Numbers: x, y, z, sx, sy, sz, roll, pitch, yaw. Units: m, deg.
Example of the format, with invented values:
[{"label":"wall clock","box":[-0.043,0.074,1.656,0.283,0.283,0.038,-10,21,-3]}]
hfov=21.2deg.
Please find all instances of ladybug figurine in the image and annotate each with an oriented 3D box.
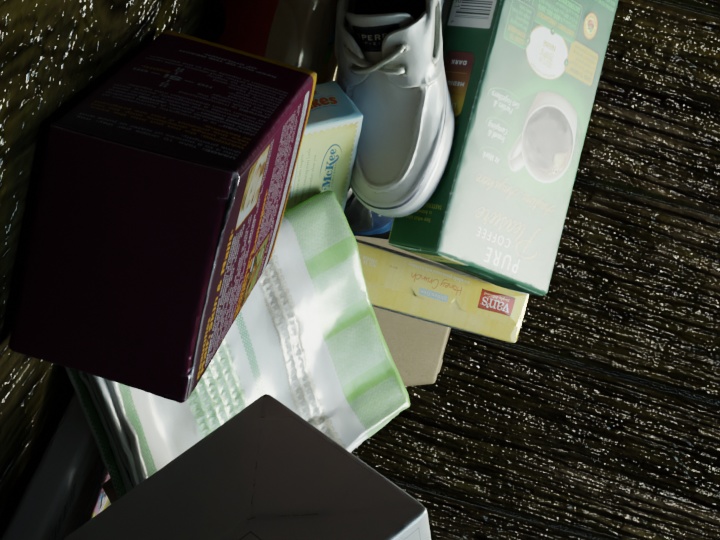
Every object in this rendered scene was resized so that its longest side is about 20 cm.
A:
[{"label":"ladybug figurine","box":[-0.052,-0.128,1.157,0.136,0.072,0.200,-62,167,-73]}]

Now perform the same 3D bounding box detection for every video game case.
[{"label":"video game case","box":[-0.162,0.146,1.051,0.200,0.022,0.182,-71,175,-49]}]

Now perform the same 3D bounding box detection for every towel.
[{"label":"towel","box":[-0.058,0.060,1.046,0.200,0.031,0.149,-33,114,-38]}]

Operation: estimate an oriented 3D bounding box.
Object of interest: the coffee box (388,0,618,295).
[{"label":"coffee box","box":[0.088,-0.094,1.166,0.123,0.044,0.200,17,85,-51]}]

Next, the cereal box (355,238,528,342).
[{"label":"cereal box","box":[0.000,0.000,1.282,0.200,0.144,0.040,16,-90,60]}]

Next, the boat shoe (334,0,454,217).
[{"label":"boat shoe","box":[0.017,-0.132,1.094,0.066,0.072,0.200,8,90,-69]}]

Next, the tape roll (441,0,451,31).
[{"label":"tape roll","box":[0.032,-0.148,1.279,0.071,0.202,0.203,-42,160,-27]}]

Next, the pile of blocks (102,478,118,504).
[{"label":"pile of blocks","box":[-0.103,0.119,1.073,0.062,0.082,0.200,-7,-124,50]}]

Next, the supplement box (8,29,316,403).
[{"label":"supplement box","box":[-0.088,-0.033,0.910,0.200,0.086,0.110,-65,170,-70]}]

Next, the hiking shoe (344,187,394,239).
[{"label":"hiking shoe","box":[-0.027,-0.063,1.299,0.074,0.087,0.200,-57,-154,8]}]

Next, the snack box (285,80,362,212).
[{"label":"snack box","box":[-0.070,-0.011,1.119,0.037,0.116,0.200,51,-36,35]}]

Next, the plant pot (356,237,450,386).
[{"label":"plant pot","box":[0.008,-0.001,1.776,0.200,0.177,0.200,-67,172,-64]}]

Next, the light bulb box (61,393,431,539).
[{"label":"light bulb box","box":[-0.066,0.208,0.959,0.198,0.125,0.200,-35,137,-26]}]
